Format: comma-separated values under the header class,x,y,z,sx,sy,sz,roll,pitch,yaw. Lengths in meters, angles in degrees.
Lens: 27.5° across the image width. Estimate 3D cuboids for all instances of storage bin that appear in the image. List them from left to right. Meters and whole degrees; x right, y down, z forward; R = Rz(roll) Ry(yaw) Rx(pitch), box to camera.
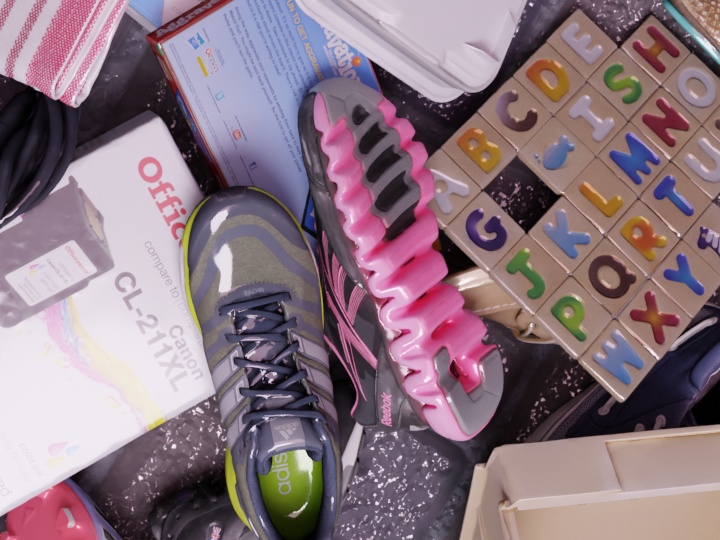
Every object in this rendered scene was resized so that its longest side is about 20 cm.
class,x,y,z,sx,sy,sz,roll,pitch,yaw
storage bin,0.158,0.179,0.817,0.198,0.094,0.199,-4,136,-10

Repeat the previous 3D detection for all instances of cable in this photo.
class,x,y,z,sx,sy,sz,roll,pitch,yaw
cable,-0.222,-0.074,0.743,0.200,0.051,0.163,-41,59,-16

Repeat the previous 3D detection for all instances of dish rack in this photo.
class,x,y,z,sx,sy,sz,roll,pitch,yaw
dish rack,0.055,-0.201,0.772,0.171,0.043,0.201,26,84,-49

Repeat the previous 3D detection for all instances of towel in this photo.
class,x,y,z,sx,sy,sz,roll,pitch,yaw
towel,-0.187,-0.186,0.746,0.199,0.030,0.147,29,88,18

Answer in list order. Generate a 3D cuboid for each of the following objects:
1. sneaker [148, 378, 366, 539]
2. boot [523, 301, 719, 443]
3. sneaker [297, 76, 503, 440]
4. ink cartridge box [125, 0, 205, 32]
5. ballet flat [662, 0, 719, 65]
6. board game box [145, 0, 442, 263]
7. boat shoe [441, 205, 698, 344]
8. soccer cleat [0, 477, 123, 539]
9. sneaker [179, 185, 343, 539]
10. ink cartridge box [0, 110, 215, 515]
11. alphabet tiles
class,x,y,z,sx,sy,sz,roll,pitch,yaw
sneaker,-0.070,0.141,0.827,0.087,0.076,0.201,30,90,-7
boot,0.159,0.101,0.856,0.073,0.090,0.200,40,88,-13
sneaker,0.000,0.000,0.779,0.079,0.095,0.201,-28,101,-46
ink cartridge box,-0.052,-0.210,0.789,0.116,0.068,0.201,37,88,-13
ballet flat,0.261,-0.113,0.860,0.200,0.071,0.065,40,114,-21
board game box,-0.029,-0.065,0.791,0.103,0.019,0.201,-33,125,-14
boat shoe,0.111,0.012,0.847,0.198,0.071,0.065,-14,98,-11
soccer cleat,-0.125,0.183,0.785,0.076,0.200,0.067,24,103,-51
sneaker,-0.040,0.056,0.733,0.073,0.081,0.202,-16,107,-10
ink cartridge box,-0.161,0.023,0.788,0.199,0.083,0.146,-30,101,-6
alphabet tiles,0.144,-0.052,0.830,0.167,0.008,0.200,44,66,2
